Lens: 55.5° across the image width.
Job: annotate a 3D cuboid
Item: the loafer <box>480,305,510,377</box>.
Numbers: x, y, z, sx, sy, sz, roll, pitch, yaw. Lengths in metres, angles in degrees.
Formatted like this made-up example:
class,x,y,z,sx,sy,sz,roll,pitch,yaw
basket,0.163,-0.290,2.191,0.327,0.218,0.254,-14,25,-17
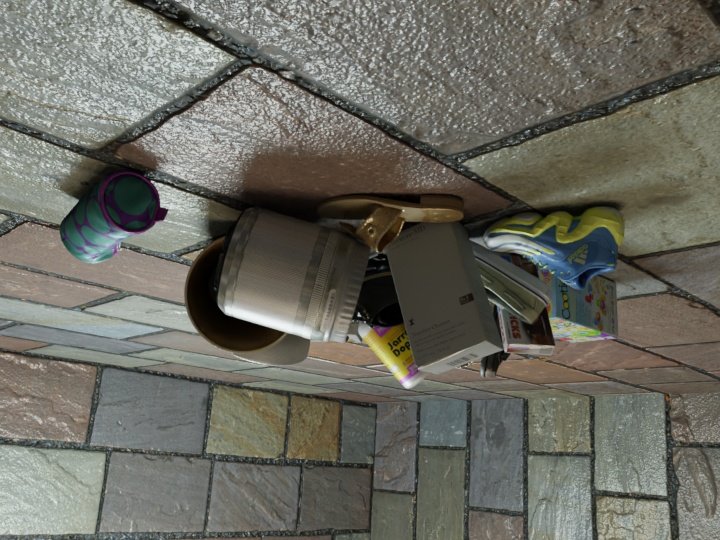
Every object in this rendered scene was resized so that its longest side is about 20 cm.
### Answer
class,x,y,z,sx,sy,sz,roll,pitch,yaw
loafer,0.260,0.101,1.218,0.062,0.201,0.072,10,149,16

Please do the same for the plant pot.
class,x,y,z,sx,sy,sz,roll,pitch,yaw
plant pot,-0.207,0.032,1.156,0.184,0.188,0.200,8,180,-17

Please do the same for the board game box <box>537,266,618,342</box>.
class,x,y,z,sx,sy,sz,roll,pitch,yaw
board game box,0.361,0.058,1.220,0.199,0.106,0.103,17,159,-39

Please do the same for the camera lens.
class,x,y,z,sx,sy,sz,roll,pitch,yaw
camera lens,-0.098,0.007,0.980,0.198,0.161,0.160,16,164,-1

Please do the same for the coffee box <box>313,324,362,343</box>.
class,x,y,z,sx,sy,sz,roll,pitch,yaw
coffee box,-0.098,0.115,1.555,0.198,0.081,0.113,1,165,6

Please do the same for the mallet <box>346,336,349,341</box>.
class,x,y,z,sx,sy,sz,roll,pitch,yaw
mallet,-0.109,0.086,1.395,0.199,0.041,0.066,30,163,7

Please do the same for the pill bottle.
class,x,y,z,sx,sy,sz,roll,pitch,yaw
pill bottle,0.066,0.128,1.364,0.200,0.104,0.104,48,162,4

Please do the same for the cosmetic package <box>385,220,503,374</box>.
class,x,y,z,sx,sy,sz,roll,pitch,yaw
cosmetic package,0.115,0.032,0.971,0.112,0.202,0.081,-25,156,21

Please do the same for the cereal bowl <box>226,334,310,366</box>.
class,x,y,z,sx,sy,sz,roll,pitch,yaw
cereal bowl,-0.186,0.102,1.311,0.198,0.084,0.200,17,-168,-4

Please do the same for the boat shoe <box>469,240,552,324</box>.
class,x,y,z,sx,sy,sz,roll,pitch,yaw
boat shoe,0.187,0.010,1.027,0.199,0.062,0.072,29,165,26

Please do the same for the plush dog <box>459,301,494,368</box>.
class,x,y,z,sx,sy,sz,roll,pitch,yaw
plush dog,0.153,0.057,1.264,0.170,0.161,0.201,16,137,7

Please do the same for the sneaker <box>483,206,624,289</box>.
class,x,y,z,sx,sy,sz,roll,pitch,yaw
sneaker,0.262,-0.025,0.947,0.199,0.106,0.075,-9,160,36

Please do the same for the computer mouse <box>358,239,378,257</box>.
class,x,y,z,sx,sy,sz,roll,pitch,yaw
computer mouse,-0.007,-0.028,1.106,0.198,0.044,0.110,0,165,12

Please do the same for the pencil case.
class,x,y,z,sx,sy,sz,roll,pitch,yaw
pencil case,-0.348,-0.071,0.952,0.092,0.086,0.199,31,153,-27

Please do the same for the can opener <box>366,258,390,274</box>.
class,x,y,z,sx,sy,sz,roll,pitch,yaw
can opener,0.000,0.000,1.174,0.198,0.064,0.079,3,129,-15

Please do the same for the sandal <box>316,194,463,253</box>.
class,x,y,z,sx,sy,sz,roll,pitch,yaw
sandal,0.036,-0.059,0.940,0.209,0.070,0.078,-1,163,15

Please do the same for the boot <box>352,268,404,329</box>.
class,x,y,z,sx,sy,sz,roll,pitch,yaw
boot,-0.015,0.065,1.082,0.199,0.078,0.138,-25,-159,2

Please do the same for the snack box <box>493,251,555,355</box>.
class,x,y,z,sx,sy,sz,roll,pitch,yaw
snack box,0.247,0.047,1.061,0.071,0.201,0.024,3,132,0
